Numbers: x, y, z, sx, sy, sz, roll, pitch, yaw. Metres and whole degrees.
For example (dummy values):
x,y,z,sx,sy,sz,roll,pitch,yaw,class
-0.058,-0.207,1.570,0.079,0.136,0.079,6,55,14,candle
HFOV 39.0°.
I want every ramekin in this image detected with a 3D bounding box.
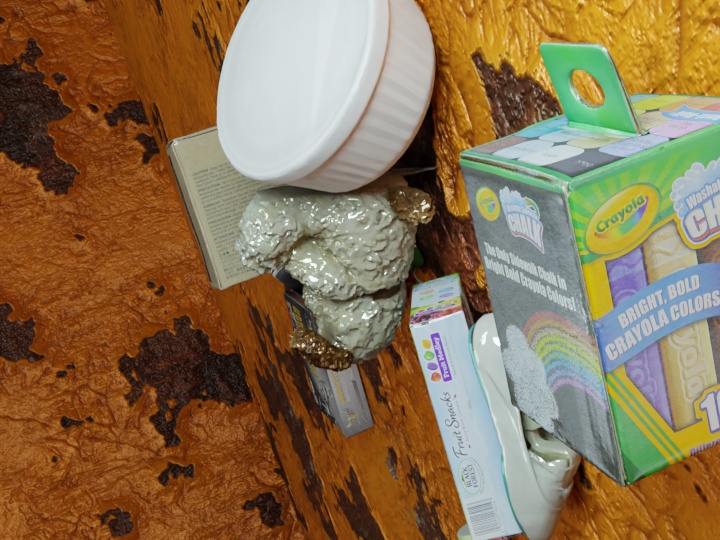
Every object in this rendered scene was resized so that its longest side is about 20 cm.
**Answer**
x,y,z,sx,sy,sz,roll,pitch,yaw,class
-0.025,-0.158,0.835,0.201,0.093,0.206,-21,61,44,ramekin

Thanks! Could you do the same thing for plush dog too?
x,y,z,sx,sy,sz,roll,pitch,yaw,class
0.000,0.000,0.922,0.158,0.200,0.174,13,119,29,plush dog

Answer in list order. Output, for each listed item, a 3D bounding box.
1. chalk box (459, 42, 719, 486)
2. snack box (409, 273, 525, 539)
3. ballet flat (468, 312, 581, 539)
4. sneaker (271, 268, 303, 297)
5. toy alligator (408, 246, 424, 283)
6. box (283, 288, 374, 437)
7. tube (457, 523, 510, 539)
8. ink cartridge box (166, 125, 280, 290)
x,y,z,sx,sy,sz,roll,pitch,yaw,class
0.137,-0.020,0.525,0.124,0.122,0.203,-145,39,-67,chalk box
0.094,0.118,0.903,0.142,0.052,0.203,-77,-28,-78,snack box
0.141,0.130,0.817,0.069,0.068,0.203,-165,57,-72,ballet flat
-0.014,0.007,1.057,0.199,0.078,0.080,0,-122,-58,sneaker
0.026,-0.034,1.035,0.059,0.054,0.203,130,119,-73,toy alligator
-0.050,0.132,1.531,0.158,0.048,0.203,-151,43,-69,box
0.162,0.357,1.064,0.058,0.051,0.203,-23,-90,-63,tube
-0.093,-0.089,1.114,0.075,0.197,0.167,-175,67,-73,ink cartridge box
